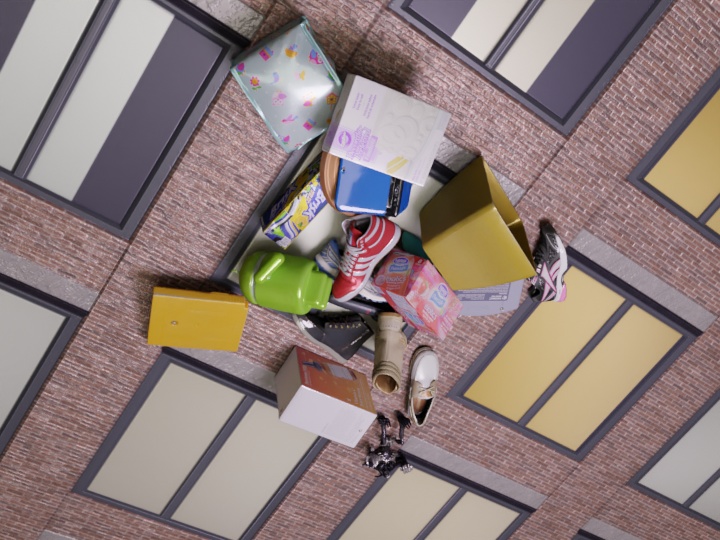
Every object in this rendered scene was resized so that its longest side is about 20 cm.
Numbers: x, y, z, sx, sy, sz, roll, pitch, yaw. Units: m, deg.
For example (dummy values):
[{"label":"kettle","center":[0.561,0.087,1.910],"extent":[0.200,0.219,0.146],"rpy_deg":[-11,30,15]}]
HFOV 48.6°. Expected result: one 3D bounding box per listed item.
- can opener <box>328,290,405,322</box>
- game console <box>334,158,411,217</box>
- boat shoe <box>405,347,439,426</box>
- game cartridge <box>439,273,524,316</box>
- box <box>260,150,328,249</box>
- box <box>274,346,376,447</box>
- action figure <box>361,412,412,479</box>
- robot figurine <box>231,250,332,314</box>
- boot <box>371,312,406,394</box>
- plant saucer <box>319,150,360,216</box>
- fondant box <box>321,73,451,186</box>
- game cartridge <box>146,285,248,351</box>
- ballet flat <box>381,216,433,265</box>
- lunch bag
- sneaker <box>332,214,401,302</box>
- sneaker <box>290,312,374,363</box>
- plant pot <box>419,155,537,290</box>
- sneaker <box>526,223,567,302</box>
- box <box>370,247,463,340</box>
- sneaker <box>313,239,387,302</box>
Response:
[{"label":"can opener","center":[0.017,0.080,1.763],"extent":[0.199,0.064,0.079],"rpy_deg":[16,115,-20]},{"label":"game console","center":[0.038,-0.214,1.551],"extent":[0.117,0.171,0.202],"rpy_deg":[12,105,12]},{"label":"boat shoe","center":[0.153,0.279,1.899],"extent":[0.074,0.069,0.201],"rpy_deg":[-1,119,-10]},{"label":"game cartridge","center":[0.269,0.040,1.806],"extent":[0.198,0.041,0.134],"rpy_deg":[0,115,-11]},{"label":"box","center":[-0.114,-0.142,1.607],"extent":[0.064,0.070,0.200],"rpy_deg":[37,106,-28]},{"label":"box","center":[-0.082,0.286,1.808],"extent":[0.199,0.153,0.107],"rpy_deg":[25,113,-23]},{"label":"action figure","center":[0.067,0.452,1.961],"extent":[0.118,0.102,0.202],"rpy_deg":[4,117,-6]},{"label":"robot figurine","center":[-0.162,0.024,1.643],"extent":[0.198,0.175,0.117],"rpy_deg":[11,82,16]},{"label":"boot","center":[0.064,0.201,1.755],"extent":[0.072,0.157,0.200],"rpy_deg":[3,151,4]},{"label":"plant saucer","center":[0.005,-0.204,1.559],"extent":[0.199,0.032,0.202],"rpy_deg":[-21,122,-38]},{"label":"fondant box","center":[0.047,-0.253,1.448],"extent":[0.199,0.058,0.145],"rpy_deg":[17,101,-21]},{"label":"game cartridge","center":[-0.347,0.105,1.695],"extent":[0.198,0.033,0.177],"rpy_deg":[6,138,-16]},{"label":"ballet flat","center":[0.071,-0.061,1.705],"extent":[0.199,0.069,0.063],"rpy_deg":[35,136,-23]},{"label":"lunch bag","center":[-0.120,-0.337,1.469],"extent":[0.170,0.122,0.201],"rpy_deg":[-31,115,6]},{"label":"sneaker","center":[-0.015,-0.031,1.602],"extent":[0.200,0.071,0.112],"rpy_deg":[-53,140,10]},{"label":"sneaker","center":[-0.063,0.115,1.769],"extent":[0.106,0.075,0.200],"rpy_deg":[-43,128,9]},{"label":"plant pot","center":[0.230,-0.078,1.651],"extent":[0.175,0.201,0.200],"rpy_deg":[-27,122,18]},{"label":"sneaker","center":[0.411,-0.004,1.784],"extent":[0.086,0.081,0.201],"rpy_deg":[-13,120,-2]},{"label":"box","center":[0.123,0.051,1.682],"extent":[0.095,0.102,0.200],"rpy_deg":[-57,138,-13]},{"label":"sneaker","center":[0.000,0.000,1.706],"extent":[0.199,0.077,0.086],"rpy_deg":[27,102,-19]}]
